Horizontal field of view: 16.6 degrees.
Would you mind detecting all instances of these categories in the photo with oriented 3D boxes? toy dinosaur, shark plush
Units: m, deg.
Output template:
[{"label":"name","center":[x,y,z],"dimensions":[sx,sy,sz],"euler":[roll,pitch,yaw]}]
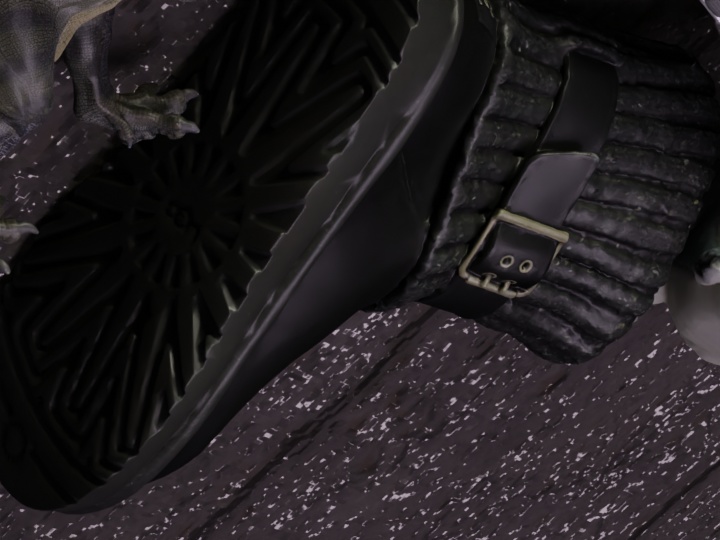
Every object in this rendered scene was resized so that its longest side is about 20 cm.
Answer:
[{"label":"toy dinosaur","center":[-0.085,-0.055,0.626],"dimensions":[0.200,0.047,0.088],"euler":[-26,130,-9]},{"label":"shark plush","center":[0.132,-0.017,0.756],"dimensions":[0.083,0.091,0.200],"euler":[-56,175,-12]}]

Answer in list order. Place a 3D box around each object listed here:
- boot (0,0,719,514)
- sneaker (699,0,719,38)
[{"label":"boot","center":[0.002,0.001,0.731],"dimensions":[0.211,0.079,0.158],"euler":[-47,143,19]},{"label":"sneaker","center":[0.096,-0.113,0.692],"dimensions":[0.082,0.075,0.200],"euler":[-18,138,2]}]
